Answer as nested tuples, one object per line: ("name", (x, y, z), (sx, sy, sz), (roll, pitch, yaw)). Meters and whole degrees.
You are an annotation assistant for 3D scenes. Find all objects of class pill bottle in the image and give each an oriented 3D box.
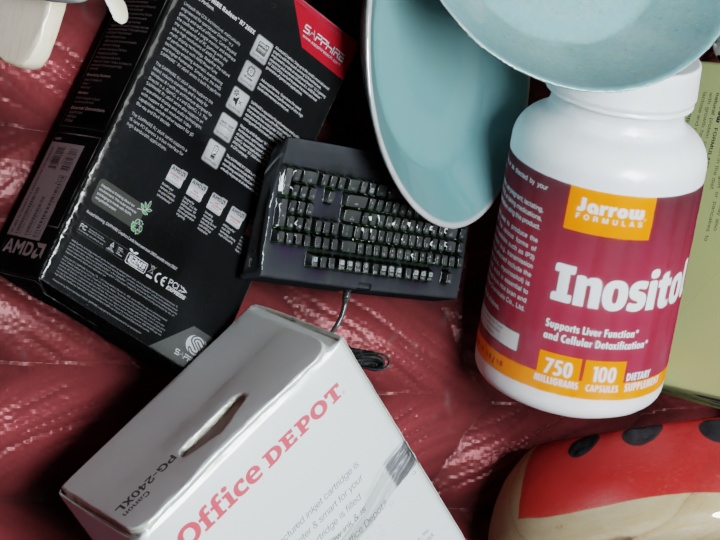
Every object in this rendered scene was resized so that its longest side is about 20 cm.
("pill bottle", (0.133, -0.028, 1.358), (0.112, 0.113, 0.201), (-12, 119, -39))

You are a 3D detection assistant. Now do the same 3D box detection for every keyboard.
("keyboard", (0.000, 0.000, 1.301), (0.200, 0.021, 0.128), (7, 98, -56))

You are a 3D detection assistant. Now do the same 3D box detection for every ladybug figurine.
("ladybug figurine", (0.165, 0.127, 1.384), (0.136, 0.199, 0.073), (4, 77, -61))

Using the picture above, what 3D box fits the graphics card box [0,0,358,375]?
("graphics card box", (-0.091, -0.060, 1.225), (0.125, 0.051, 0.201), (34, 73, -41))

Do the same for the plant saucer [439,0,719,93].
("plant saucer", (0.111, -0.186, 1.295), (0.200, 0.039, 0.203), (5, 74, -18))

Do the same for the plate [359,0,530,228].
("plate", (0.042, -0.124, 1.319), (0.200, 0.025, 0.202), (-5, 96, -60))

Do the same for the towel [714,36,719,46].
("towel", (0.234, -0.220, 1.379), (0.048, 0.200, 0.172), (15, 108, -10))

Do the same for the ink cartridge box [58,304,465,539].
("ink cartridge box", (-0.039, 0.139, 1.229), (0.145, 0.083, 0.201), (-44, 125, -19))

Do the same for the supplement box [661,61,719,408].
("supplement box", (0.259, -0.011, 1.441), (0.134, 0.199, 0.201), (16, 86, -41))

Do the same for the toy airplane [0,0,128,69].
("toy airplane", (-0.117, -0.219, 1.077), (0.201, 0.198, 0.141), (64, 10, 1))

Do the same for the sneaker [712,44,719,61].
("sneaker", (0.307, -0.197, 1.532), (0.146, 0.080, 0.201), (25, 75, -37))
